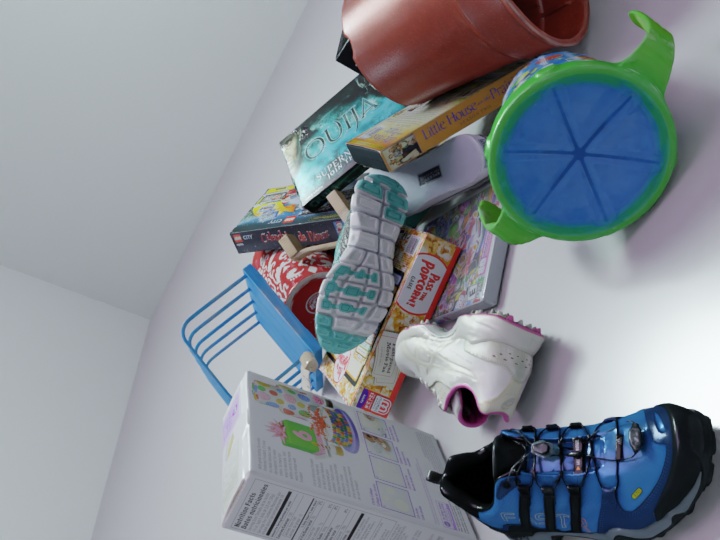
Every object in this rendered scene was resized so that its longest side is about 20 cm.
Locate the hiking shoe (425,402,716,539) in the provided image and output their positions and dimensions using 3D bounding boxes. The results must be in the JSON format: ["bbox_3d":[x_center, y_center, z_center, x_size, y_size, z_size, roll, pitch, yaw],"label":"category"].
[{"bbox_3d":[0.126,0.131,0.483,0.200,0.086,0.075,-45,29,49],"label":"hiking shoe"}]

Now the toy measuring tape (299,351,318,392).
[{"bbox_3d":[-0.021,0.171,0.811,0.074,0.073,0.201,-113,17,-65],"label":"toy measuring tape"}]

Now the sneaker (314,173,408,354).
[{"bbox_3d":[0.000,0.000,0.834,0.091,0.077,0.201,122,169,-70],"label":"sneaker"}]

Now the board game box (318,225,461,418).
[{"bbox_3d":[0.026,0.048,0.863,0.201,0.046,0.151,-66,18,3],"label":"board game box"}]

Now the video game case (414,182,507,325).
[{"bbox_3d":[0.097,-0.010,0.834,0.200,0.018,0.144,-30,41,62],"label":"video game case"}]

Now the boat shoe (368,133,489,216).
[{"bbox_3d":[0.085,-0.103,0.866,0.199,0.065,0.074,-8,92,51],"label":"boat shoe"}]

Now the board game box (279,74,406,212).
[{"bbox_3d":[-0.020,-0.191,1.078,0.200,0.028,0.136,-36,54,19],"label":"board game box"}]

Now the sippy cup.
[{"bbox_3d":[0.165,-0.111,0.610,0.177,0.140,0.131,-18,25,14],"label":"sippy cup"}]

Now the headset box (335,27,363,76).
[{"bbox_3d":[0.093,-0.317,0.955,0.200,0.173,0.093,-45,28,45],"label":"headset box"}]

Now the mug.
[{"bbox_3d":[-0.070,0.003,1.116,0.178,0.133,0.200,-66,22,10],"label":"mug"}]

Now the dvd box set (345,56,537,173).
[{"bbox_3d":[0.089,-0.176,0.857,0.199,0.030,0.146,-32,18,-8],"label":"dvd box set"}]

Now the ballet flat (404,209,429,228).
[{"bbox_3d":[0.038,-0.062,0.969,0.065,0.070,0.201,40,103,32],"label":"ballet flat"}]

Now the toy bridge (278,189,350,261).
[{"bbox_3d":[-0.017,-0.076,1.015,0.200,0.067,0.027,-40,-18,16],"label":"toy bridge"}]

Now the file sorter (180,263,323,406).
[{"bbox_3d":[-0.137,0.112,0.987,0.122,0.139,0.200,-38,-16,-15],"label":"file sorter"}]

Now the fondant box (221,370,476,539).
[{"bbox_3d":[-0.016,0.174,0.651,0.058,0.199,0.144,-61,19,16],"label":"fondant box"}]

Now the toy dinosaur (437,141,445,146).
[{"bbox_3d":[0.056,-0.106,1.033,0.200,0.058,0.101,-52,39,18],"label":"toy dinosaur"}]

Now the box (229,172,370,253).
[{"bbox_3d":[-0.078,-0.086,1.140,0.199,0.038,0.137,-6,33,27],"label":"box"}]

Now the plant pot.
[{"bbox_3d":[0.095,-0.277,0.789,0.195,0.200,0.202,-23,45,43],"label":"plant pot"}]

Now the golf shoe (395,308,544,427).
[{"bbox_3d":[0.080,0.092,0.684,0.200,0.075,0.092,-26,48,65],"label":"golf shoe"}]
